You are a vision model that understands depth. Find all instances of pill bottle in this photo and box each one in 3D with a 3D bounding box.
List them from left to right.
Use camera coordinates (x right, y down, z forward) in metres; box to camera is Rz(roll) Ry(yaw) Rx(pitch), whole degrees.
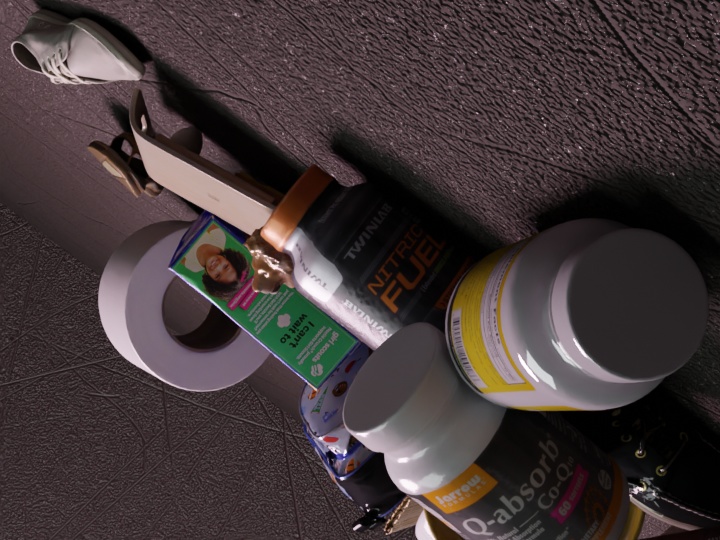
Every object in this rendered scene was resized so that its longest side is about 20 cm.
[{"bbox_3d":[0.020,0.004,0.994,0.200,0.106,0.106,37,168,0],"label":"pill bottle"},{"bbox_3d":[0.090,0.133,0.913,0.200,0.117,0.116,39,168,-22],"label":"pill bottle"},{"bbox_3d":[0.127,0.029,0.765,0.111,0.111,0.200,38,169,-5],"label":"pill bottle"}]

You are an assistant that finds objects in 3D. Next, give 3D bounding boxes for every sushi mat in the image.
[{"bbox_3d":[0.114,0.241,1.408,0.200,0.096,0.012,-4,-133,-47],"label":"sushi mat"}]

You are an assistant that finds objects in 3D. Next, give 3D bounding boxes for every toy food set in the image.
[{"bbox_3d":[-0.123,-0.093,1.191,0.200,0.061,0.144,29,168,2],"label":"toy food set"}]

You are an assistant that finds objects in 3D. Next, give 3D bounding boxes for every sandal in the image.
[{"bbox_3d":[-0.258,-0.126,1.462,0.080,0.054,0.200,42,-177,3],"label":"sandal"}]

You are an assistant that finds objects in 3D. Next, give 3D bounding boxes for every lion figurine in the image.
[{"bbox_3d":[0.000,0.000,1.103,0.199,0.073,0.122,-3,146,37],"label":"lion figurine"}]

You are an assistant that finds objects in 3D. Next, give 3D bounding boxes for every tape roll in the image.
[{"bbox_3d":[-0.210,0.040,1.571,0.203,0.203,0.139,42,167,-21],"label":"tape roll"}]

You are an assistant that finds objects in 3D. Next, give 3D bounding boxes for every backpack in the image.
[{"bbox_3d":[0.018,0.158,1.416,0.154,0.200,0.190,53,173,-18],"label":"backpack"}]

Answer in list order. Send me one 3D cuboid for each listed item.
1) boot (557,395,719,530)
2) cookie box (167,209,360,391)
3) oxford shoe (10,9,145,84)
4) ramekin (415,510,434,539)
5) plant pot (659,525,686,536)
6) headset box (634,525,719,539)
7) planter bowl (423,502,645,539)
[{"bbox_3d":[0.210,0.117,0.959,0.203,0.074,0.154,30,163,27],"label":"boot"},{"bbox_3d":[-0.099,0.017,1.351,0.200,0.075,0.171,40,-172,-10],"label":"cookie box"},{"bbox_3d":[-0.264,-0.197,1.180,0.200,0.058,0.075,22,158,47],"label":"oxford shoe"},{"bbox_3d":[0.147,0.233,1.291,0.098,0.200,0.201,42,170,17],"label":"ramekin"},{"bbox_3d":[0.318,0.339,1.227,0.200,0.174,0.200,35,167,9],"label":"plant pot"},{"bbox_3d":[0.277,0.240,0.936,0.199,0.075,0.149,-12,151,11],"label":"headset box"},{"bbox_3d":[0.161,0.191,1.143,0.200,0.201,0.083,33,-174,18],"label":"planter bowl"}]
